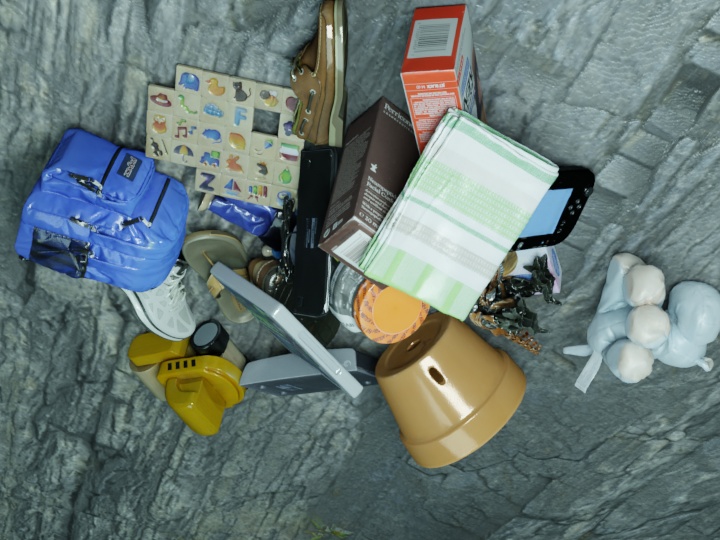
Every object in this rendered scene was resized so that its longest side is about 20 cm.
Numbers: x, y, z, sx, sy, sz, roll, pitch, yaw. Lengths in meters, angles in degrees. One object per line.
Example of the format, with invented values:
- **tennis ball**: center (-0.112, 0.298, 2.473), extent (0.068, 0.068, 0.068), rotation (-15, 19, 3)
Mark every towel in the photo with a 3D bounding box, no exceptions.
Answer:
- **towel**: center (0.106, -0.054, 1.204), extent (0.148, 0.031, 0.202), rotation (25, 105, -21)

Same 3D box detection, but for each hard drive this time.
- **hard drive**: center (-0.069, 0.154, 1.697), extent (0.197, 0.043, 0.135), rotation (-10, 163, 25)

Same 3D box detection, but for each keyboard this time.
- **keyboard**: center (-0.064, -0.046, 1.372), extent (0.020, 0.204, 0.126), rotation (3, -179, -35)

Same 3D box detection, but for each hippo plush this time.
- **hippo plush**: center (0.381, 0.087, 1.430), extent (0.158, 0.160, 0.202), rotation (11, 123, -14)

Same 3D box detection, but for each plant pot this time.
- **plant pot**: center (0.113, 0.154, 1.581), extent (0.199, 0.201, 0.141), rotation (-27, 109, 39)

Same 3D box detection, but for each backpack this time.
- **backpack**: center (-0.321, -0.072, 1.454), extent (0.198, 0.164, 0.169), rotation (22, 137, -8)

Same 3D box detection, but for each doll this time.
- **doll**: center (-0.109, -0.066, 1.485), extent (0.198, 0.049, 0.137), rotation (27, 140, -14)

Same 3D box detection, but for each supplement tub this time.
- **supplement tub**: center (0.000, 0.000, 1.396), extent (0.121, 0.200, 0.124), rotation (-12, 121, -21)

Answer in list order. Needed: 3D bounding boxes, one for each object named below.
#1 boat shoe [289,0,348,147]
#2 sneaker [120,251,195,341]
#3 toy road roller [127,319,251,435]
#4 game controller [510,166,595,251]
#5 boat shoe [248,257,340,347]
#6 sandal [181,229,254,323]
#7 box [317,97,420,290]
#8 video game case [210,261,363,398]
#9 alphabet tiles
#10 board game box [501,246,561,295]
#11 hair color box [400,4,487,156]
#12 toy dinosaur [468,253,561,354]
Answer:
- **boat shoe**: center (-0.049, -0.216, 1.269), extent (0.067, 0.073, 0.202), rotation (6, 138, 2)
- **sneaker**: center (-0.273, 0.023, 1.617), extent (0.114, 0.076, 0.201), rotation (-11, 132, 30)
- **toy road roller**: center (-0.267, 0.175, 1.735), extent (0.197, 0.147, 0.123), rotation (-10, 135, 26)
- **game controller**: center (0.195, -0.069, 1.304), extent (0.042, 0.198, 0.106), rotation (33, 118, 40)
- **boat shoe**: center (-0.093, 0.039, 1.594), extent (0.073, 0.076, 0.200), rotation (32, 166, 37)
- **sandal**: center (-0.187, 0.016, 1.582), extent (0.079, 0.054, 0.201), rotation (-19, 137, 2)
- **box**: center (0.026, -0.090, 1.298), extent (0.100, 0.202, 0.075), rotation (33, 135, -23)
- **video game case**: center (-0.100, 0.077, 1.495), extent (0.182, 0.023, 0.199), rotation (49, 169, -33)
- **alphabet tiles**: center (-0.167, -0.163, 1.388), extent (0.197, 0.008, 0.169), rotation (12, 126, 2)
- **board game box**: center (0.141, -0.043, 1.443), extent (0.197, 0.042, 0.201), rotation (-5, 137, 22)
- **hair color box**: center (0.098, -0.175, 1.247), extent (0.063, 0.112, 0.201), rotation (0, 139, 15)
- **toy dinosaur**: center (0.177, 0.035, 1.442), extent (0.135, 0.104, 0.199), rotation (-6, 158, 44)
